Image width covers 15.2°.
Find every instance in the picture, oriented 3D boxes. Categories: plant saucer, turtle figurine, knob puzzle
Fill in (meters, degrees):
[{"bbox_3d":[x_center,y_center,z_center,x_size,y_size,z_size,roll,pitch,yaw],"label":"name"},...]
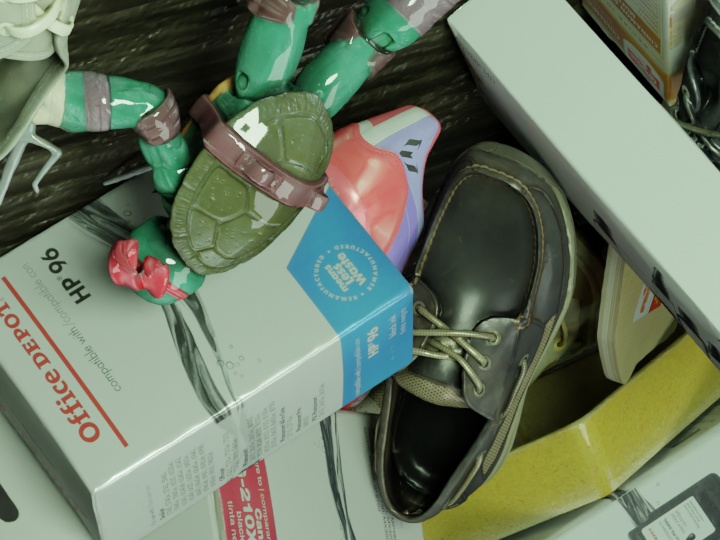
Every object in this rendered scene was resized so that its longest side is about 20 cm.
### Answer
[{"bbox_3d":[0.106,0.094,1.466,0.200,0.049,0.200,-29,-177,40],"label":"plant saucer"},{"bbox_3d":[-0.050,-0.057,1.051,0.200,0.101,0.150,-50,155,11],"label":"turtle figurine"},{"bbox_3d":[0.145,-0.041,1.330,0.220,0.030,0.221,20,90,-74],"label":"knob puzzle"}]

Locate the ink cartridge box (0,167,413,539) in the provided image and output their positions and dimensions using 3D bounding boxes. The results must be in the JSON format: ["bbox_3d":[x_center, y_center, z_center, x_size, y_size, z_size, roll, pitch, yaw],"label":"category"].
[{"bbox_3d":[-0.090,0.034,1.122,0.199,0.116,0.068,-33,155,-17],"label":"ink cartridge box"}]

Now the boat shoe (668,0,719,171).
[{"bbox_3d":[0.169,-0.073,1.203,0.066,0.070,0.200,-39,165,2],"label":"boat shoe"}]

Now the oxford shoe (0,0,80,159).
[{"bbox_3d":[-0.113,-0.110,0.904,0.075,0.058,0.200,-14,145,-40],"label":"oxford shoe"}]

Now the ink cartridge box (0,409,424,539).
[{"bbox_3d":[-0.077,0.119,1.270,0.144,0.085,0.200,-16,167,26],"label":"ink cartridge box"}]

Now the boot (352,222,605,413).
[{"bbox_3d":[0.050,0.031,1.387,0.155,0.073,0.200,-36,160,-4],"label":"boot"}]

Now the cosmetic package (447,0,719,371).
[{"bbox_3d":[0.120,-0.040,1.192,0.051,0.200,0.083,-37,156,-4],"label":"cosmetic package"}]

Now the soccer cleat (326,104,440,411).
[{"bbox_3d":[0.000,0.000,1.266,0.076,0.067,0.200,-34,154,-22],"label":"soccer cleat"}]

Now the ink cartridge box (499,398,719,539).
[{"bbox_3d":[0.145,0.148,1.470,0.199,0.084,0.145,-31,-176,-18],"label":"ink cartridge box"}]

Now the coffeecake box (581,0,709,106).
[{"bbox_3d":[0.174,-0.182,1.176,0.153,0.073,0.200,-34,156,-9],"label":"coffeecake box"}]

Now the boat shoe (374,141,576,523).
[{"bbox_3d":[0.050,0.037,1.238,0.073,0.074,0.201,-56,159,-52],"label":"boat shoe"}]
